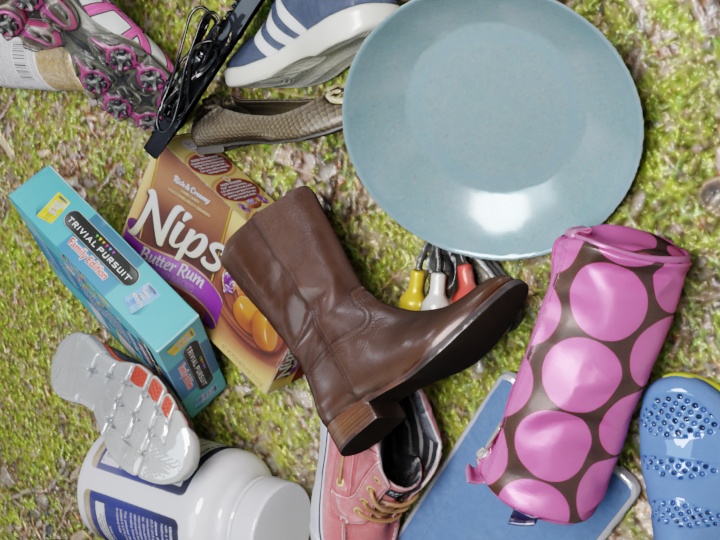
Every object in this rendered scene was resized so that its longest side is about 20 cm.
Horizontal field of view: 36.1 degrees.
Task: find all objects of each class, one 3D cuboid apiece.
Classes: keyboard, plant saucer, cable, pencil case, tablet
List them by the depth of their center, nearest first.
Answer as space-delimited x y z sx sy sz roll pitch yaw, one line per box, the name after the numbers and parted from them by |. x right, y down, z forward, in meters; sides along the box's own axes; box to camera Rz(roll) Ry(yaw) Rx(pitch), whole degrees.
0.141 0.065 0.724 0.093 0.091 0.202 18 105 4 | pencil case
0.087 -0.100 0.735 0.199 0.039 0.203 9 127 13 | plant saucer
0.061 -0.022 0.798 0.096 0.050 0.202 -3 100 32 | cable
0.112 0.187 0.837 0.130 0.014 0.201 41 123 21 | tablet
-0.115 -0.177 0.841 0.039 0.104 0.200 34 115 -9 | keyboard

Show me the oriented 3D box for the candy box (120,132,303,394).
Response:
-0.108 -0.010 0.923 0.200 0.056 0.117 42 123 20 | candy box

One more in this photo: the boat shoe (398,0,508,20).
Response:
0.092 -0.198 0.720 0.199 0.072 0.066 13 115 40 | boat shoe

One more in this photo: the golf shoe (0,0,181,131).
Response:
-0.213 -0.196 0.906 0.072 0.093 0.200 -30 128 29 | golf shoe

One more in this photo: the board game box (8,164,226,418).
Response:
-0.206 0.021 0.959 0.200 0.047 0.151 42 162 20 | board game box

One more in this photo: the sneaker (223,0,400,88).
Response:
-0.040 -0.187 0.805 0.199 0.074 0.086 -11 88 53 | sneaker

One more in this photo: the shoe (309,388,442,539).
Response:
0.011 0.169 0.854 0.091 0.071 0.203 19 110 60 | shoe

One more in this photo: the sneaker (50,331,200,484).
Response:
-0.186 0.115 0.951 0.199 0.082 0.078 35 96 39 | sneaker

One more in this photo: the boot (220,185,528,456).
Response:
0.000 0.000 0.791 0.186 0.064 0.201 -40 63 16 | boot

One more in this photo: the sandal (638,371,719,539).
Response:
0.217 0.166 0.708 0.079 0.087 0.202 -9 94 39 | sandal

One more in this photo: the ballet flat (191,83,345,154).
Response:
-0.062 -0.123 0.857 0.199 0.067 0.047 -1 104 43 | ballet flat

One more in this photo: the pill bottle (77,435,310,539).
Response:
-0.144 0.204 0.969 0.198 0.111 0.112 9 107 35 | pill bottle

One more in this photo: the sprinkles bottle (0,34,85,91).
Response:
-0.305 -0.199 1.013 0.198 0.068 0.069 9 107 34 | sprinkles bottle
